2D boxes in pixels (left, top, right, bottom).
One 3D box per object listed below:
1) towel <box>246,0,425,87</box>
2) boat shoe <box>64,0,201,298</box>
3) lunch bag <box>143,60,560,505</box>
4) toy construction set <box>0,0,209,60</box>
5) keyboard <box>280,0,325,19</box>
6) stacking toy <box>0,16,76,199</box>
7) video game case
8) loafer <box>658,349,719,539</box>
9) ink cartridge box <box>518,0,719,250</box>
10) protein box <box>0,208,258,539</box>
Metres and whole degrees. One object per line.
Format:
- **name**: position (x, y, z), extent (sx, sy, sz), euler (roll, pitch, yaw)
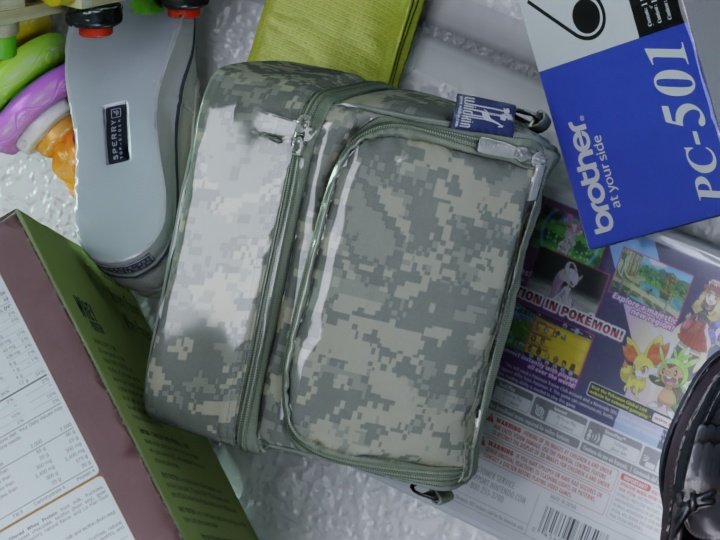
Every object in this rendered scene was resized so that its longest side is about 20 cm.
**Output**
- **towel**: position (-0.031, -0.080, 1.269), extent (0.086, 0.018, 0.201), euler (23, 105, 15)
- **boat shoe**: position (-0.115, -0.079, 1.293), extent (0.071, 0.070, 0.201), euler (-11, 62, 13)
- **lunch bag**: position (0.000, 0.000, 1.185), extent (0.167, 0.139, 0.201), euler (15, 98, 15)
- **toy construction set**: position (-0.156, -0.169, 1.254), extent (0.131, 0.200, 0.092), euler (15, 129, 40)
- **keyboard**: position (-0.011, -0.240, 1.268), extent (0.104, 0.040, 0.201), euler (29, 103, -1)
- **stacking toy**: position (-0.195, -0.105, 1.326), extent (0.110, 0.116, 0.200), euler (-43, 85, 23)
- **video game case**: position (0.098, 0.051, 1.220), extent (0.199, 0.023, 0.183), euler (24, 102, 25)
- **loafer**: position (0.176, 0.138, 1.150), extent (0.072, 0.063, 0.201), euler (11, 102, -10)
- **ink cartridge box**: position (0.129, -0.118, 1.139), extent (0.094, 0.044, 0.201), euler (-16, 90, 43)
- **protein box**: position (-0.163, 0.102, 1.234), extent (0.135, 0.199, 0.201), euler (-29, 78, 4)
